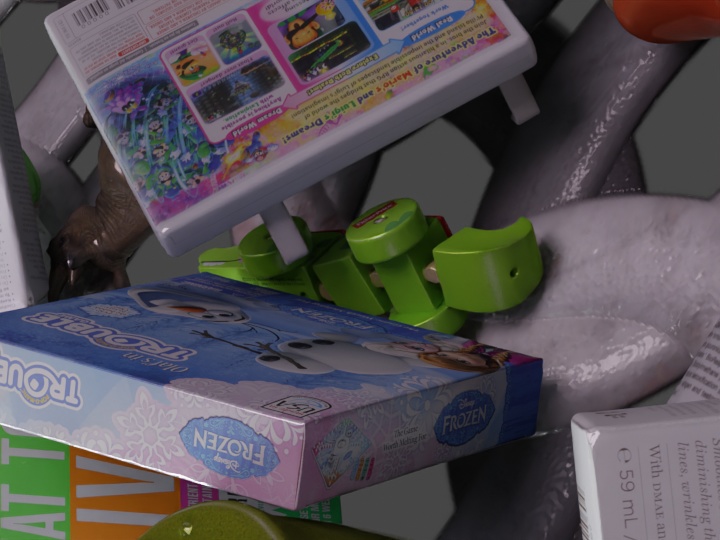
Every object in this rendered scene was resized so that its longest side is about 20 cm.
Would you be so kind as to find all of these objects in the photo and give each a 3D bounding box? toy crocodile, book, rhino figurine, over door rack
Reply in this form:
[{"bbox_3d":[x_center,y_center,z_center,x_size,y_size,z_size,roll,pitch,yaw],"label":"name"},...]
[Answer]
[{"bbox_3d":[0.000,0.000,1.432,0.200,0.068,0.062,-7,28,43],"label":"toy crocodile"},{"bbox_3d":[-0.109,0.115,1.379,0.048,0.199,0.134,116,153,-53],"label":"book"},{"bbox_3d":[-0.117,-0.061,1.589,0.200,0.060,0.087,-55,39,6],"label":"rhino figurine"},{"bbox_3d":[-0.017,-0.102,1.455,0.148,0.067,0.200,-31,33,-5],"label":"over door rack"}]

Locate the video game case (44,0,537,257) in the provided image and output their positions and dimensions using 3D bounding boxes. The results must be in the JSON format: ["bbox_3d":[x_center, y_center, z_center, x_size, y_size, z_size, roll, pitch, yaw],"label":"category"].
[{"bbox_3d":[-0.038,-0.113,1.421,0.200,0.024,0.182,-28,47,-4],"label":"video game case"}]

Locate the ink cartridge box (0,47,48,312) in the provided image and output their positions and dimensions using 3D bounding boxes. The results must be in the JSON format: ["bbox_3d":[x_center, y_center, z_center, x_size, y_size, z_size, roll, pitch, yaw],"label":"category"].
[{"bbox_3d":[-0.274,-0.010,1.614,0.199,0.041,0.201,-13,81,17],"label":"ink cartridge box"}]

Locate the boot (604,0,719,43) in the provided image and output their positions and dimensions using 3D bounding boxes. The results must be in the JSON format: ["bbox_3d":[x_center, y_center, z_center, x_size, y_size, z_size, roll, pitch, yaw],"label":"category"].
[{"bbox_3d":[0.192,-0.119,1.313,0.200,0.075,0.108,-11,64,39],"label":"boot"}]

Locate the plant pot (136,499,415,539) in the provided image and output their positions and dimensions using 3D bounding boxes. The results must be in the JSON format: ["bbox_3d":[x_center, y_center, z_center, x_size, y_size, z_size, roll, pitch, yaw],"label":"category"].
[{"bbox_3d":[-0.015,0.191,1.232,0.200,0.193,0.201,-23,52,33],"label":"plant pot"}]

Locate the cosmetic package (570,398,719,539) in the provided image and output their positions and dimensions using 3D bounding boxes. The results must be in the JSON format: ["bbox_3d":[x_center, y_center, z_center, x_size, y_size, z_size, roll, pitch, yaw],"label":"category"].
[{"bbox_3d":[0.184,0.094,1.083,0.199,0.074,0.102,-7,92,-1],"label":"cosmetic package"}]

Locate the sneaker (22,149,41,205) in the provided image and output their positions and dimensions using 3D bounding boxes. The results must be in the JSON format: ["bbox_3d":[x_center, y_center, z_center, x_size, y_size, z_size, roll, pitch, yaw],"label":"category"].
[{"bbox_3d":[-0.285,-0.050,1.690,0.199,0.084,0.077,-13,23,12],"label":"sneaker"}]

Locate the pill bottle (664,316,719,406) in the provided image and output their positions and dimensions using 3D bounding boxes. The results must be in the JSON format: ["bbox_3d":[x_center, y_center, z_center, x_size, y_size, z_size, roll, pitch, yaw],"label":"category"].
[{"bbox_3d":[0.192,0.049,1.174,0.113,0.113,0.200,31,90,49],"label":"pill bottle"}]

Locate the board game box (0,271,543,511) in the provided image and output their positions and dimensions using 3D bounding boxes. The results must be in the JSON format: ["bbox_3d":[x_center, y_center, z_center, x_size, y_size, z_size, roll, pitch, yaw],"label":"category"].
[{"bbox_3d":[-0.052,0.050,1.320,0.200,0.199,0.044,14,105,31],"label":"board game box"}]
